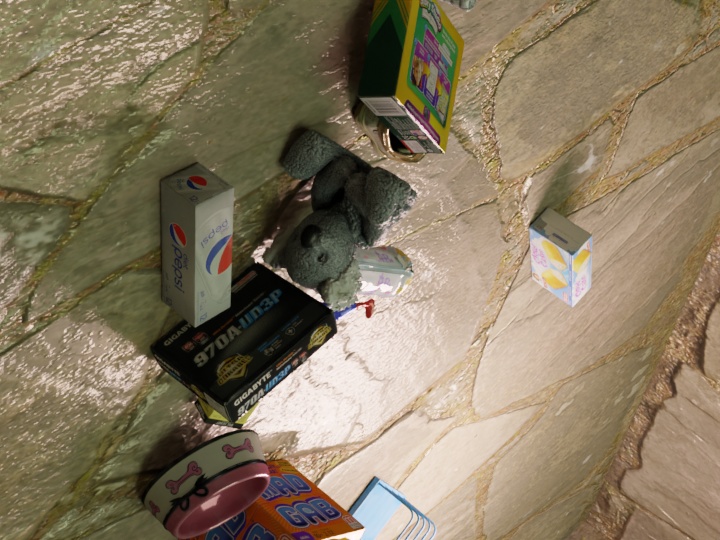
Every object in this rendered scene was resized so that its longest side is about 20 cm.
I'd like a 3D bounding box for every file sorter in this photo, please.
[{"bbox_3d":[0.063,0.549,2.349,0.139,0.123,0.200,-52,152,-6],"label":"file sorter"}]

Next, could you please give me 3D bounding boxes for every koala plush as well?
[{"bbox_3d":[-0.032,-0.057,1.502,0.200,0.177,0.184,-61,162,3],"label":"koala plush"}]

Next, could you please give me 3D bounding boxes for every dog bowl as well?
[{"bbox_3d":[-0.223,0.327,1.654,0.200,0.074,0.200,-29,158,-13],"label":"dog bowl"}]

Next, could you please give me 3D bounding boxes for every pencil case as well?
[{"bbox_3d":[0.000,0.000,1.686,0.200,0.090,0.083,4,95,-56],"label":"pencil case"}]

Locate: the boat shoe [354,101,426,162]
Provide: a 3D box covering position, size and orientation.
[{"bbox_3d":[0.058,-0.193,1.594,0.074,0.066,0.200,-57,152,5],"label":"boat shoe"}]

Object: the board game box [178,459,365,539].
[{"bbox_3d":[-0.156,0.460,1.829,0.200,0.200,0.200,9,113,-59],"label":"board game box"}]

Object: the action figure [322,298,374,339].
[{"bbox_3d":[-0.065,0.069,1.683,0.200,0.065,0.052,-7,125,-46],"label":"action figure"}]

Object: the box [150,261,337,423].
[{"bbox_3d":[-0.154,0.093,1.476,0.200,0.159,0.046,-40,142,-25],"label":"box"}]

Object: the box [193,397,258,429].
[{"bbox_3d":[-0.157,0.139,1.594,0.075,0.050,0.200,17,116,-43],"label":"box"}]

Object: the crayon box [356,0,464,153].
[{"bbox_3d":[0.071,-0.272,1.468,0.200,0.058,0.173,35,62,-62],"label":"crayon box"}]

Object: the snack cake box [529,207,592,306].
[{"bbox_3d":[0.415,-0.026,2.277,0.067,0.115,0.200,-44,150,-18],"label":"snack cake box"}]

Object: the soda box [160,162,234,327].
[{"bbox_3d":[-0.203,-0.029,1.369,0.063,0.068,0.200,-32,144,-37],"label":"soda box"}]

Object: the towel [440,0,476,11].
[{"bbox_3d":[0.105,-0.430,1.309,0.200,0.165,0.086,-56,149,0],"label":"towel"}]
